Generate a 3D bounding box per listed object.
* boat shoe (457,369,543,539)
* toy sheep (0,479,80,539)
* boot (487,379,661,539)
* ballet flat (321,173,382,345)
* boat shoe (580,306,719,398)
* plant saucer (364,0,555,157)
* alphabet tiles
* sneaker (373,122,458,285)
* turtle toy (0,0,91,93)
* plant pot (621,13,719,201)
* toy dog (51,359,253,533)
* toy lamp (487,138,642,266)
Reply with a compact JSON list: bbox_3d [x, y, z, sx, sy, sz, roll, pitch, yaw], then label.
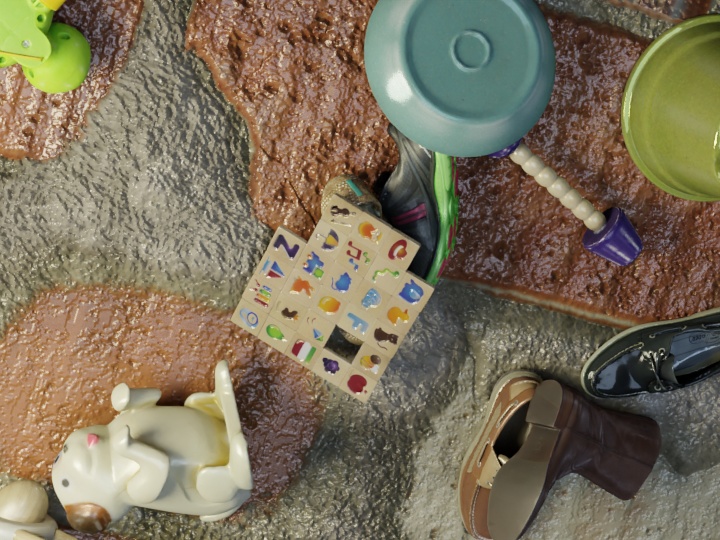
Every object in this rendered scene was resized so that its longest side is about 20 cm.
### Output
[{"bbox_3d":[0.156,0.208,1.717,0.076,0.072,0.200,9,105,-11],"label":"boat shoe"},{"bbox_3d":[-0.367,0.312,1.638,0.138,0.138,0.200,16,91,-13],"label":"toy sheep"},{"bbox_3d":[0.236,0.225,1.696,0.200,0.064,0.187,26,86,-44],"label":"boot"},{"bbox_3d":[0.000,0.000,1.617,0.070,0.065,0.200,-23,121,-19],"label":"ballet flat"},{"bbox_3d":[0.339,0.097,1.714,0.199,0.066,0.075,-15,109,-4],"label":"boat shoe"},{"bbox_3d":[0.104,-0.213,1.560,0.200,0.036,0.200,1,85,-14],"label":"plant saucer"},{"bbox_3d":[-0.024,0.022,1.602,0.167,0.008,0.200,32,123,3],"label":"alphabet tiles"},{"bbox_3d":[0.056,-0.068,1.627,0.084,0.077,0.200,5,107,13],"label":"sneaker"},{"bbox_3d":[-0.337,-0.242,1.487,0.146,0.101,0.200,-45,109,6],"label":"turtle toy"},{"bbox_3d":[0.384,-0.145,1.585,0.200,0.184,0.201,-2,107,-8],"label":"plant pot"},{"bbox_3d":[-0.218,0.195,1.639,0.200,0.140,0.194,-10,145,-7],"label":"toy dog"},{"bbox_3d":[0.214,-0.078,1.649,0.200,0.058,0.058,40,97,-15],"label":"toy lamp"}]
